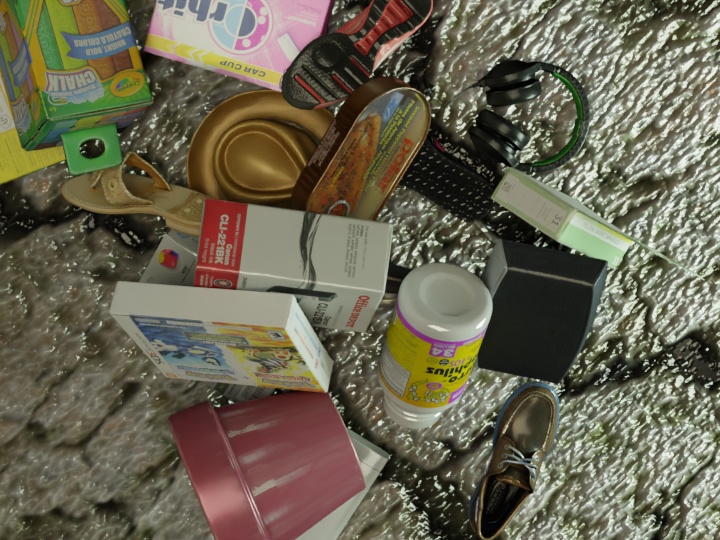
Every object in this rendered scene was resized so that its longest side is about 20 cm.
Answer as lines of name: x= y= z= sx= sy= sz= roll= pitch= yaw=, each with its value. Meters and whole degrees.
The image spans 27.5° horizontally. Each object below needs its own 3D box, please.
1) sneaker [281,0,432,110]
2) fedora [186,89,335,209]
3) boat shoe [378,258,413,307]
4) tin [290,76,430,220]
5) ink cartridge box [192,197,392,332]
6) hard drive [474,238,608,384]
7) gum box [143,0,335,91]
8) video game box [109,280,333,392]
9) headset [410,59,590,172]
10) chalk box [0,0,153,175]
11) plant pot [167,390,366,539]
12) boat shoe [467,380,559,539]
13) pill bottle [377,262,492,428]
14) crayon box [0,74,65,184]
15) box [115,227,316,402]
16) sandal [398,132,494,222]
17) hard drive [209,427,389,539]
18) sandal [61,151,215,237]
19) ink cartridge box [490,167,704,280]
sneaker: x=-0.003 y=-0.238 z=1.623 sx=0.200 sy=0.087 sz=0.074 roll=-40 pitch=88 yaw=-12
fedora: x=-0.102 y=-0.115 z=1.658 sx=0.200 sy=0.082 sz=0.201 roll=0 pitch=88 yaw=4
boat shoe: x=0.000 y=0.000 z=1.692 sx=0.200 sy=0.074 sz=0.073 roll=2 pitch=100 yaw=2
tin: x=0.000 y=-0.119 z=1.609 sx=0.112 sy=0.042 sz=0.200 roll=20 pitch=108 yaw=-44
ink cartridge box: x=-0.076 y=-0.003 z=1.575 sx=0.200 sy=0.144 sz=0.084 roll=7 pitch=70 yaw=-6
hard drive: x=0.194 y=0.052 z=1.648 sx=0.135 sy=0.042 sz=0.200 roll=12 pitch=140 yaw=1
gum box: x=-0.129 y=-0.274 z=1.654 sx=0.200 sy=0.066 sz=0.114 roll=16 pitch=100 yaw=0
video game box: x=-0.147 y=0.074 z=1.599 sx=0.200 sy=0.182 sz=0.047 roll=4 pitch=67 yaw=16
headset: x=0.157 y=-0.182 z=1.662 sx=0.200 sy=0.094 sz=0.124 roll=12 pitch=97 yaw=-14
chalk box: x=-0.313 y=-0.207 z=1.609 sx=0.124 sy=0.124 sz=0.200 roll=-16 pitch=85 yaw=-28
plant pot: x=-0.099 y=0.222 z=1.663 sx=0.179 sy=0.200 sz=0.200 roll=-23 pitch=98 yaw=-8
boat shoe: x=0.183 y=0.227 z=1.711 sx=0.072 sy=0.072 sz=0.200 roll=16 pitch=107 yaw=-2
pill bottle: x=0.077 y=0.091 z=1.650 sx=0.104 sy=0.104 sz=0.200 roll=15 pitch=138 yaw=1
crayon box: x=-0.441 y=-0.157 z=1.703 sx=0.200 sy=0.051 sz=0.127 roll=-19 pitch=98 yaw=6
box: x=-0.165 y=0.057 z=1.701 sx=0.200 sy=0.041 sz=0.156 roll=32 pitch=124 yaw=-2
sandal: x=0.066 y=-0.125 z=1.686 sx=0.200 sy=0.045 sz=0.075 roll=35 pitch=106 yaw=-18
hard drive: x=-0.074 y=0.270 z=1.768 sx=0.132 sy=0.027 sz=0.200 roll=32 pitch=101 yaw=-2
sandal: x=-0.246 y=-0.102 z=1.658 sx=0.212 sy=0.078 sz=0.070 roll=17 pitch=132 yaw=23
ink cartridge box: x=0.255 y=-0.035 z=1.588 sx=0.200 sy=0.145 sz=0.048 roll=38 pitch=101 yaw=36
